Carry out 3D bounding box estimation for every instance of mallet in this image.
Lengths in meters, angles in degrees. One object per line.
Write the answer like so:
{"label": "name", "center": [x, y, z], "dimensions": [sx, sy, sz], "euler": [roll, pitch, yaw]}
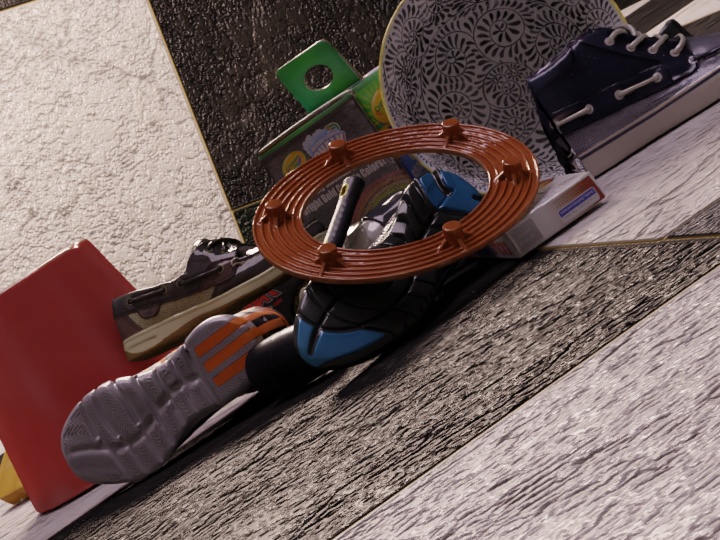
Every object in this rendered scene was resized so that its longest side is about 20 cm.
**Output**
{"label": "mallet", "center": [-0.036, 0.009, 1.366], "dimensions": [0.066, 0.041, 0.200], "euler": [-32, 29, 34]}

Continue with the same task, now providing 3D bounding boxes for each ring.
{"label": "ring", "center": [0.022, -0.053, 1.270], "dimensions": [0.200, 0.019, 0.201], "euler": [-10, 32, 7]}

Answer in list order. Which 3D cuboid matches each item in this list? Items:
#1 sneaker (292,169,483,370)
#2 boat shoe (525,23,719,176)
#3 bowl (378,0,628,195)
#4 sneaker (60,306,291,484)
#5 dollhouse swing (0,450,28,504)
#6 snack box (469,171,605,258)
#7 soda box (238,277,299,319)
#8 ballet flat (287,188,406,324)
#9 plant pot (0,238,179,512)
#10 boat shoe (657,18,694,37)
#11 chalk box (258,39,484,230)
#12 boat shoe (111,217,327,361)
{"label": "sneaker", "center": [0.020, 0.016, 1.274], "dimensions": [0.200, 0.073, 0.082], "euler": [-44, -19, -42]}
{"label": "boat shoe", "center": [0.216, -0.154, 1.383], "dimensions": [0.200, 0.093, 0.075], "euler": [-34, 5, 6]}
{"label": "bowl", "center": [0.114, -0.145, 1.487], "dimensions": [0.201, 0.201, 0.094], "euler": [-34, -9, -6]}
{"label": "sneaker", "center": [-0.128, 0.094, 1.419], "dimensions": [0.200, 0.078, 0.112], "euler": [-31, -5, 22]}
{"label": "dollhouse swing", "center": [-0.247, 0.144, 1.868], "dimensions": [0.182, 0.176, 0.200], "euler": [16, -32, -37]}
{"label": "snack box", "center": [0.113, -0.038, 1.321], "dimensions": [0.072, 0.024, 0.200], "euler": [-36, 5, -6]}
{"label": "soda box", "center": [-0.077, 0.013, 1.804], "dimensions": [0.200, 0.071, 0.063], "euler": [-38, 5, -41]}
{"label": "ballet flat", "center": [0.000, 0.000, 1.442], "dimensions": [0.073, 0.073, 0.200], "euler": [-37, 0, -37]}
{"label": "plant pot", "center": [-0.247, 0.082, 1.625], "dimensions": [0.200, 0.177, 0.200], "euler": [-33, 5, 3]}
{"label": "boat shoe", "center": [0.197, -0.141, 1.539], "dimensions": [0.199, 0.066, 0.074], "euler": [-30, 7, 40]}
{"label": "chalk box", "center": [0.012, -0.098, 1.547], "dimensions": [0.124, 0.200, 0.124], "euler": [-30, 6, 39]}
{"label": "boat shoe", "center": [-0.117, 0.005, 1.521], "dimensions": [0.201, 0.066, 0.072], "euler": [-30, -3, 16]}
